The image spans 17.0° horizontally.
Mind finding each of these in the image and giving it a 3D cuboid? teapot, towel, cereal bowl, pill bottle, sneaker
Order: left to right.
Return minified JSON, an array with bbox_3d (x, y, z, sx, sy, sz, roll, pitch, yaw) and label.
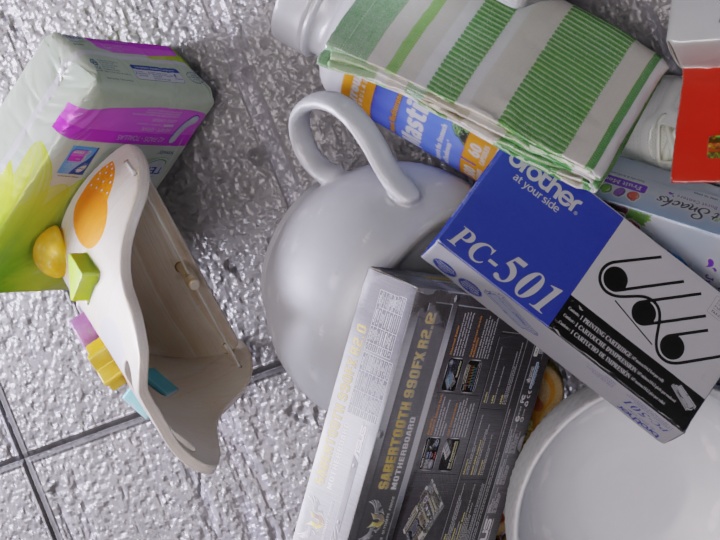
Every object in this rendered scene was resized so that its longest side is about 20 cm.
[{"bbox_3d":[0.000,0.000,1.663,0.146,0.197,0.201,31,95,34],"label":"teapot"},{"bbox_3d":[0.042,-0.146,1.643,0.199,0.112,0.113,30,110,12],"label":"pill bottle"},{"bbox_3d":[0.089,-0.137,1.558,0.199,0.153,0.023,26,137,10],"label":"towel"},{"bbox_3d":[0.189,0.159,1.630,0.199,0.083,0.202,-2,105,-9],"label":"cereal bowl"},{"bbox_3d":[0.235,-0.089,1.600,0.199,0.080,0.071,4,104,22],"label":"sneaker"}]

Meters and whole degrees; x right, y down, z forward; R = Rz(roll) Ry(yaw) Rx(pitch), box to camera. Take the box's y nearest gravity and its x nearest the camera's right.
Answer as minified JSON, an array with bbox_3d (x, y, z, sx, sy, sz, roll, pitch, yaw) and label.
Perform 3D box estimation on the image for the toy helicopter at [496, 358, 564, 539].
[{"bbox_3d":[0.123,0.156,1.695,0.131,0.079,0.201,6,110,5],"label":"toy helicopter"}]

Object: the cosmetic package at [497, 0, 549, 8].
[{"bbox_3d":[0.095,-0.299,1.560,0.166,0.167,0.201,28,109,13],"label":"cosmetic package"}]

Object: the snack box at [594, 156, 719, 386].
[{"bbox_3d":[0.221,0.010,1.611,0.199,0.053,0.143,19,136,16],"label":"snack box"}]

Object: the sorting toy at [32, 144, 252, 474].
[{"bbox_3d":[-0.145,0.050,1.670,0.106,0.180,0.201,-26,127,0],"label":"sorting toy"}]

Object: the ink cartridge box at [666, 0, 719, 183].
[{"bbox_3d":[0.295,-0.144,1.537,0.199,0.044,0.175,0,65,21],"label":"ink cartridge box"}]

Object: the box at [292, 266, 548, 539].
[{"bbox_3d":[0.045,0.105,1.598,0.048,0.158,0.201,22,100,42],"label":"box"}]

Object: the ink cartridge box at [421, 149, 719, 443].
[{"bbox_3d":[0.147,0.012,1.547,0.200,0.044,0.094,38,71,-2],"label":"ink cartridge box"}]

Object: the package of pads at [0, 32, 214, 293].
[{"bbox_3d":[-0.209,-0.075,1.734,0.068,0.154,0.200,45,112,22],"label":"package of pads"}]
